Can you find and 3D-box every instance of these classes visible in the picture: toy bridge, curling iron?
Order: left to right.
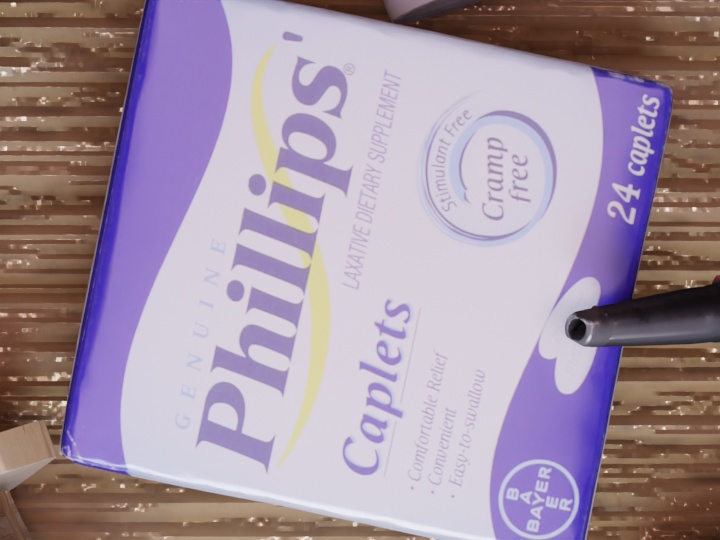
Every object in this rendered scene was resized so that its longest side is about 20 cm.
[{"bbox_3d":[-0.139,0.075,0.998,0.027,0.067,0.200,-16,82,-28],"label":"toy bridge"},{"bbox_3d":[0.146,0.014,0.969,0.200,0.050,0.026,-1,85,-43],"label":"curling iron"}]

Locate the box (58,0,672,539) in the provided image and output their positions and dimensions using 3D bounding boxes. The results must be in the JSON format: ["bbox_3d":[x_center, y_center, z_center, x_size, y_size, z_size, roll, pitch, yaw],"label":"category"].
[{"bbox_3d":[0.000,0.000,0.985,0.199,0.105,0.184,11,92,-2],"label":"box"}]

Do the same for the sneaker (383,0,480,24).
[{"bbox_3d":[0.077,-0.181,0.998,0.200,0.074,0.116,-28,93,-10],"label":"sneaker"}]
